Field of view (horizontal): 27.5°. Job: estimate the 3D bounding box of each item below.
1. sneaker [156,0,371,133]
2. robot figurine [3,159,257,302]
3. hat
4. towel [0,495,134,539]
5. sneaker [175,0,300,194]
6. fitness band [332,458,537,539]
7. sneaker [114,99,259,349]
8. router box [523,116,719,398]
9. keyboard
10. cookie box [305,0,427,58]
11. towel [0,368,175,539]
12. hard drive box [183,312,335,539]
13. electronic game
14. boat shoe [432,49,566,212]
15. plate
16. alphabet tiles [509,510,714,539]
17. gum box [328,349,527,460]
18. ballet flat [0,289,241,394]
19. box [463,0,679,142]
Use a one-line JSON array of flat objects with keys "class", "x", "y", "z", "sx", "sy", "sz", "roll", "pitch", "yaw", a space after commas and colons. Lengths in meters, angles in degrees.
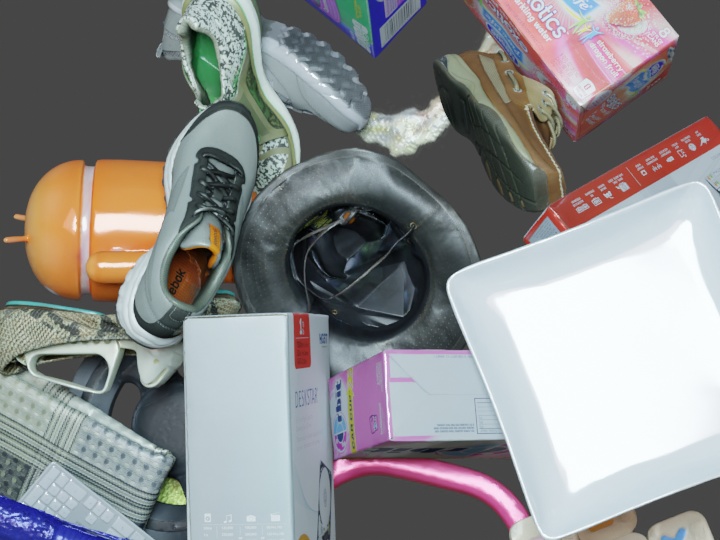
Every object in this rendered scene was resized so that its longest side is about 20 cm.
[{"class": "sneaker", "x": -0.082, "y": -0.168, "z": 1.248, "sx": 0.200, "sy": 0.075, "sz": 0.082, "roll": 33, "pitch": 117, "yaw": 7}, {"class": "robot figurine", "x": -0.181, "y": -0.031, "z": 1.181, "sx": 0.199, "sy": 0.117, "sz": 0.144, "roll": 2, "pitch": 60, "yaw": -8}, {"class": "hat", "x": 0.000, "y": 0.000, "z": 1.175, "sx": 0.200, "sy": 0.081, "sz": 0.201, "roll": 1, "pitch": 98, "yaw": 4}, {"class": "towel", "x": -0.211, "y": 0.247, "z": 1.115, "sx": 0.199, "sy": 0.050, "sz": 0.148, "roll": 20, "pitch": 124, "yaw": 2}, {"class": "sneaker", "x": -0.110, "y": -0.132, "z": 1.181, "sx": 0.077, "sy": 0.089, "sz": 0.200, "roll": -7, "pitch": 115, "yaw": 25}, {"class": "fitness band", "x": 0.040, "y": 0.217, "z": 1.150, "sx": 0.199, "sy": 0.037, "sz": 0.144, "roll": 12, "pitch": 78, "yaw": 7}, {"class": "sneaker", "x": -0.113, "y": -0.038, "z": 1.088, "sx": 0.074, "sy": 0.079, "sz": 0.201, "roll": 27, "pitch": 65, "yaw": -24}, {"class": "router box", "x": 0.253, "y": -0.007, "z": 1.126, "sx": 0.200, "sy": 0.049, "sz": 0.180, "roll": -29, "pitch": 73, "yaw": -35}, {"class": "keyboard", "x": -0.177, "y": 0.229, "z": 1.139, "sx": 0.200, "sy": 0.011, "sz": 0.056, "roll": 41, "pitch": 97, "yaw": -11}, {"class": "cookie box", "x": -0.044, "y": -0.291, "z": 1.209, "sx": 0.200, "sy": 0.171, "sz": 0.075, "roll": 41, "pitch": 81, "yaw": 14}, {"class": "towel", "x": -0.268, "y": 0.183, "z": 1.174, "sx": 0.200, "sy": 0.035, "sz": 0.193, "roll": 27, "pitch": 100, "yaw": 10}, {"class": "hard drive box", "x": -0.070, "y": 0.132, "z": 1.067, "sx": 0.077, "sy": 0.156, "sz": 0.201, "roll": -3, "pitch": 88, "yaw": 9}, {"class": "electronic game", "x": -0.146, "y": 0.127, "z": 1.186, "sx": 0.199, "sy": 0.042, "sz": 0.201, "roll": -2, "pitch": 83, "yaw": 12}, {"class": "boat shoe", "x": 0.122, "y": -0.123, "z": 1.165, "sx": 0.074, "sy": 0.076, "sz": 0.200, "roll": -19, "pitch": 41, "yaw": -7}, {"class": "plate", "x": 0.184, "y": 0.062, "z": 1.026, "sx": 0.199, "sy": 0.032, "sz": 0.201, "roll": -21, "pitch": 76, "yaw": 3}, {"class": "alphabet tiles", "x": 0.193, "y": 0.270, "z": 1.117, "sx": 0.195, "sy": 0.015, "sz": 0.201, "roll": -21, "pitch": 82, "yaw": -9}, {"class": "gum box", "x": 0.090, "y": 0.102, "z": 1.097, "sx": 0.199, "sy": 0.113, "sz": 0.066, "roll": 2, "pitch": 75, "yaw": -21}, {"class": "ballet flat", "x": -0.190, "y": 0.059, "z": 1.143, "sx": 0.199, "sy": 0.068, "sz": 0.076, "roll": -3, "pitch": 71, "yaw": 7}, {"class": "box", "x": 0.159, "y": -0.222, "z": 1.210, "sx": 0.103, "sy": 0.095, "sz": 0.200, "roll": -36, "pitch": 76, "yaw": -3}]
